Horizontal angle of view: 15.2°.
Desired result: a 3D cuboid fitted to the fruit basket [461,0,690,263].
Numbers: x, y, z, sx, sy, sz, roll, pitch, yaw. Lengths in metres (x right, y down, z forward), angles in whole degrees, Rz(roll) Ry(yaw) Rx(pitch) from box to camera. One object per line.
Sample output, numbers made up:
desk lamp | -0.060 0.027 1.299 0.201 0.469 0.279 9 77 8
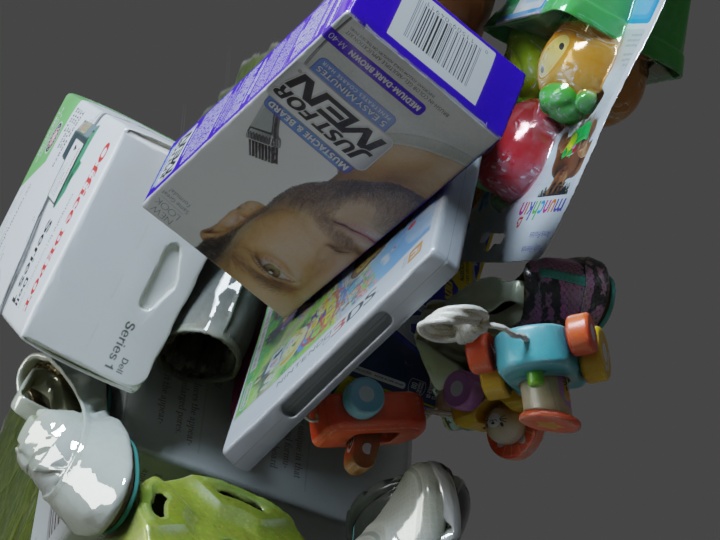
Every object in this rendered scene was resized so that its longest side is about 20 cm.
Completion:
fruit basket | 0.107 -0.097 1.571 0.200 0.094 0.185 -59 15 -9

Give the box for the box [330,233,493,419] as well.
box | 0.043 -0.007 1.715 0.070 0.064 0.201 122 166 -72

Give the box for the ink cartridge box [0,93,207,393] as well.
ink cartridge box | -0.160 -0.021 1.678 0.147 0.084 0.200 -63 18 1

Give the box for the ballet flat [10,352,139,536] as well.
ballet flat | -0.178 0.100 1.606 0.070 0.069 0.200 -65 17 12

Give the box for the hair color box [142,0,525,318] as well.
hair color box | -0.017 -0.070 1.473 0.200 0.109 0.065 -40 18 42

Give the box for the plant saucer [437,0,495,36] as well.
plant saucer | 0.022 -0.122 1.584 0.200 0.037 0.200 -52 -14 -19

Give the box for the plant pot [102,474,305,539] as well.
plant pot | -0.108 0.228 1.584 0.185 0.200 0.201 -63 17 18

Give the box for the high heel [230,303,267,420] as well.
high heel | -0.051 0.025 1.732 0.096 0.067 0.200 -43 14 14

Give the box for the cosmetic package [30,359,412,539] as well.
cosmetic package | -0.089 0.130 1.758 0.165 0.199 0.165 -53 23 40

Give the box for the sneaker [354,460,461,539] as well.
sneaker | -0.007 0.193 1.488 0.201 0.081 0.075 -65 15 3

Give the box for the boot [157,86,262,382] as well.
boot | -0.075 -0.022 1.699 0.182 0.072 0.201 122 162 -72

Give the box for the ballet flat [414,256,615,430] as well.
ballet flat | 0.075 0.036 1.576 0.200 0.071 0.069 138 148 -58

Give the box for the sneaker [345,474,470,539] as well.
sneaker | 0.018 0.195 1.596 0.200 0.075 0.079 118 150 -43

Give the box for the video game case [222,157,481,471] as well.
video game case | 0.000 0.000 1.517 0.182 0.022 0.200 -44 15 28

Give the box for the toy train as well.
toy train | 0.053 0.075 1.485 0.200 0.150 0.056 140 127 -61
